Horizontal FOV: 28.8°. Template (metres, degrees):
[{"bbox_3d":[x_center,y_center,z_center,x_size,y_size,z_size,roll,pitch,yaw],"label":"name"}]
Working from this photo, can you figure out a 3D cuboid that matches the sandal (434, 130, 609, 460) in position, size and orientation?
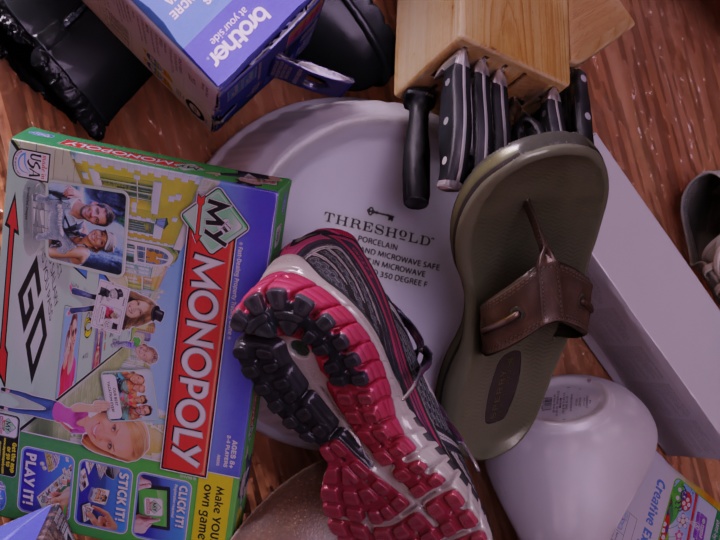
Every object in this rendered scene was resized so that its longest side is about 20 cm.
[{"bbox_3d":[0.084,0.021,0.674,0.079,0.057,0.202,-12,130,-20],"label":"sandal"}]

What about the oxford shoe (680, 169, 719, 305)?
[{"bbox_3d":[0.228,0.010,0.800,0.057,0.201,0.075,11,127,-17],"label":"oxford shoe"}]

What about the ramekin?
[{"bbox_3d":[0.000,0.000,0.763,0.201,0.094,0.204,1,87,-17],"label":"ramekin"}]

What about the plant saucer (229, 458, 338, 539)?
[{"bbox_3d":[0.004,0.194,0.744,0.200,0.037,0.202,-11,108,-34],"label":"plant saucer"}]

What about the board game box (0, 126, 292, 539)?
[{"bbox_3d":[-0.114,0.040,0.696,0.134,0.029,0.201,11,108,8],"label":"board game box"}]

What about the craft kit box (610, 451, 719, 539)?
[{"bbox_3d":[0.176,0.217,0.787,0.197,0.049,0.200,38,48,-9],"label":"craft kit box"}]

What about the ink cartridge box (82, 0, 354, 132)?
[{"bbox_3d":[-0.089,-0.143,0.653,0.076,0.136,0.200,-43,94,-6],"label":"ink cartridge box"}]

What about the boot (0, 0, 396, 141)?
[{"bbox_3d":[-0.096,-0.134,0.753,0.162,0.073,0.198,-44,92,-17],"label":"boot"}]

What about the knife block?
[{"bbox_3d":[0.052,-0.122,0.719,0.175,0.064,0.200,-34,90,-41],"label":"knife block"}]

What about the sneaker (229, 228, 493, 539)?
[{"bbox_3d":[0.016,0.072,0.672,0.201,0.080,0.075,64,33,-24],"label":"sneaker"}]

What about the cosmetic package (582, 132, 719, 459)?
[{"bbox_3d":[0.161,0.018,0.819,0.051,0.083,0.200,-39,99,-15],"label":"cosmetic package"}]

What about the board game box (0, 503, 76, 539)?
[{"bbox_3d":[-0.154,0.236,0.649,0.096,0.159,0.201,-22,100,-1],"label":"board game box"}]

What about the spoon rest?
[{"bbox_3d":[0.107,0.118,0.753,0.099,0.200,0.061,-2,115,16],"label":"spoon rest"}]
